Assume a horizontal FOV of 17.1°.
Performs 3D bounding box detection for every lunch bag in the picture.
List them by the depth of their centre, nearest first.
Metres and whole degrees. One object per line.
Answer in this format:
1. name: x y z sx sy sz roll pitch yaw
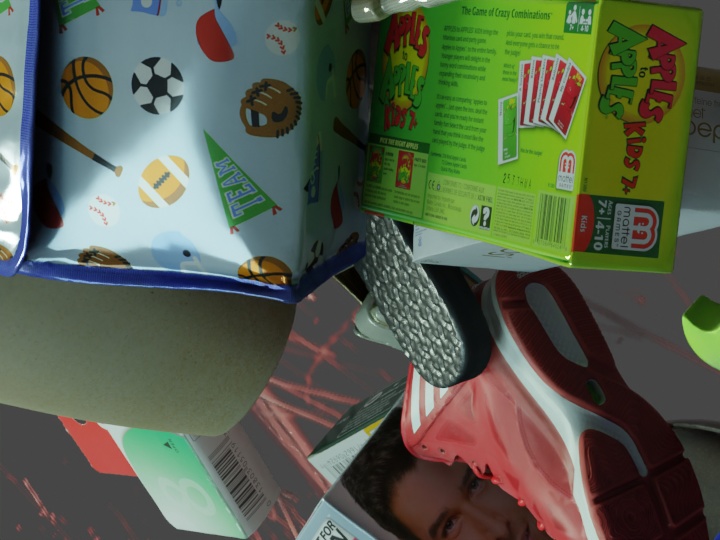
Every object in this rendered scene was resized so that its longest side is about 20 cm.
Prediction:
1. lunch bag: -0.104 -0.082 1.060 0.199 0.124 0.171 7 103 18

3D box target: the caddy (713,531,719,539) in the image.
1. caddy: 0.252 0.112 1.062 0.105 0.141 0.200 46 148 -1

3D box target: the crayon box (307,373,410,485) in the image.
1. crayon box: 0.078 0.147 1.370 0.200 0.052 0.126 47 147 -6

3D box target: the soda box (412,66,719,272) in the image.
1. soda box: 0.094 -0.043 1.062 0.068 0.064 0.200 5 172 -24

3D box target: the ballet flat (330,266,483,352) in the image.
1. ballet flat: 0.000 0.000 1.267 0.200 0.063 0.069 42 146 -1

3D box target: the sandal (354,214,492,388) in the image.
1. sandal: 0.016 -0.037 1.195 0.201 0.048 0.075 64 149 8

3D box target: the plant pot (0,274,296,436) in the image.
1. plant pot: -0.141 0.003 1.242 0.200 0.188 0.187 29 152 -20

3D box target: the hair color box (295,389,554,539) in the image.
1. hair color box: 0.073 0.163 1.261 0.200 0.099 0.061 36 138 5

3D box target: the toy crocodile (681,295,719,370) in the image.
1. toy crocodile: 0.185 -0.027 1.035 0.062 0.068 0.200 28 146 19

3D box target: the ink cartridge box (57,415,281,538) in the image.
1. ink cartridge box: -0.162 0.095 1.568 0.200 0.050 0.161 -1 128 44

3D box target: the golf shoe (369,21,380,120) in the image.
1. golf shoe: -0.023 -0.163 1.110 0.091 0.075 0.200 -34 100 31

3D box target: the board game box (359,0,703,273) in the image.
1. board game box: 0.065 -0.062 0.987 0.200 0.047 0.102 -162 78 -65

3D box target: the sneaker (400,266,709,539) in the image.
1. sneaker: 0.095 0.099 1.217 0.115 0.078 0.201 -30 80 49

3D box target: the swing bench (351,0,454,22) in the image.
1. swing bench: 0.049 -0.213 0.911 0.199 0.130 0.200 -2 133 47

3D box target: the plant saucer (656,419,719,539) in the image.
1. plant saucer: 0.206 0.151 1.245 0.200 0.032 0.201 25 138 25
